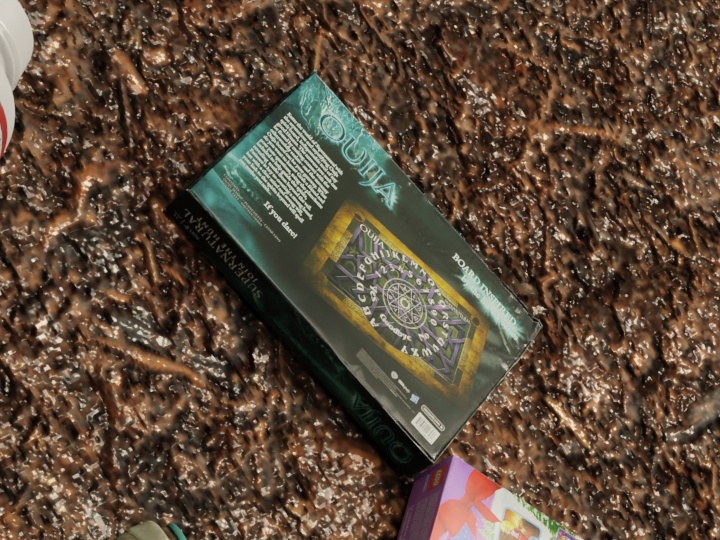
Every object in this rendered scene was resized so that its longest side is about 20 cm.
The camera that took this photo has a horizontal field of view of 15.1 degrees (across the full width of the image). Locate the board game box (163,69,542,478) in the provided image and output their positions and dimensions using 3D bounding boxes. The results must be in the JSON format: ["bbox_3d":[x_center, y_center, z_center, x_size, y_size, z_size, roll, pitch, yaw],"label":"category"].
[{"bbox_3d":[0.000,0.000,1.506,0.200,0.028,0.135,49,46,-5],"label":"board game box"}]

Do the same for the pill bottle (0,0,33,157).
[{"bbox_3d":[-0.235,-0.059,1.299,0.112,0.112,0.200,39,48,-15],"label":"pill bottle"}]

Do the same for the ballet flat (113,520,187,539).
[{"bbox_3d":[-0.068,0.216,1.325,0.062,0.067,0.200,-33,84,-16],"label":"ballet flat"}]

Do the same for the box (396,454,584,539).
[{"bbox_3d":[0.068,0.214,1.434,0.137,0.039,0.200,34,50,-19],"label":"box"}]
